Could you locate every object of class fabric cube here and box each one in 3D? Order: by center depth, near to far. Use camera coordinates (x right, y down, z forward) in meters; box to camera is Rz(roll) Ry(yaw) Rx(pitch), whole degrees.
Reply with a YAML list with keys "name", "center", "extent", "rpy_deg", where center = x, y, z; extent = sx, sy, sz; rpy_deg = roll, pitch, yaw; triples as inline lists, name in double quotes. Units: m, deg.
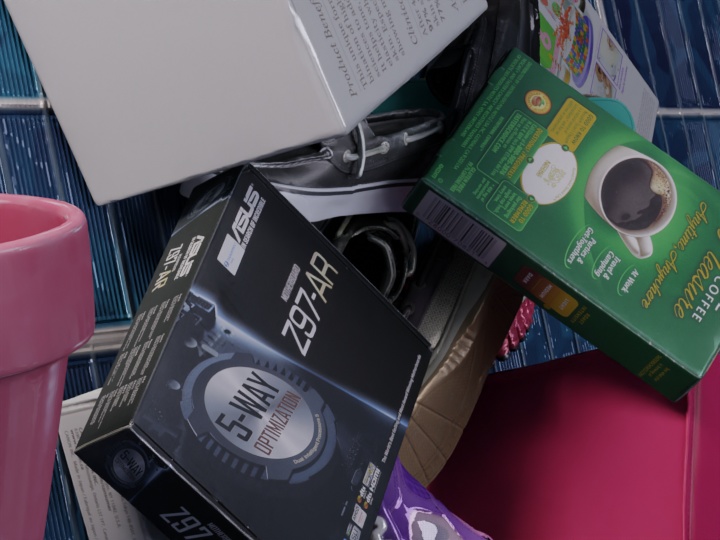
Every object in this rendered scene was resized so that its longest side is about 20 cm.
- name: "fabric cube"
  center: [0.169, 0.178, 1.565]
  extent: [0.199, 0.200, 0.196]
  rpy_deg: [40, 48, -43]

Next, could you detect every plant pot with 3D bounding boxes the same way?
- name: "plant pot"
  center: [-0.206, 0.069, 1.050]
  extent: [0.200, 0.200, 0.179]
  rpy_deg: [-19, 110, -58]

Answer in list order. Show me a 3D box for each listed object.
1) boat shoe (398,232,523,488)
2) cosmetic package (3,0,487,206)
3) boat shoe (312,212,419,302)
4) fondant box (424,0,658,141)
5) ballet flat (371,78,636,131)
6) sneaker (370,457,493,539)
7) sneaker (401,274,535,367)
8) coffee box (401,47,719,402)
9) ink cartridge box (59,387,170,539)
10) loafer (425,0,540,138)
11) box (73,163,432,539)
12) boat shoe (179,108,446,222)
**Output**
- name: "boat shoe"
  center: [0.036, 0.055, 1.514]
  extent: [0.200, 0.065, 0.072]
  rpy_deg: [-62, 149, -14]
- name: "cosmetic package"
  center: [-0.064, -0.161, 1.363]
  extent: [0.200, 0.166, 0.167]
  rpy_deg: [-44, 115, -55]
- name: "boat shoe"
  center: [0.000, 0.000, 1.497]
  extent: [0.071, 0.064, 0.200]
  rpy_deg: [64, 34, -18]
- name: "fondant box"
  center: [0.129, -0.123, 1.755]
  extent: [0.200, 0.058, 0.144]
  rpy_deg: [50, 40, -36]
- name: "ballet flat"
  center: [0.081, -0.081, 1.637]
  extent: [0.200, 0.067, 0.068]
  rpy_deg: [5, 67, -20]
- name: "sneaker"
  center: [0.059, 0.173, 1.426]
  extent: [0.200, 0.088, 0.080]
  rpy_deg: [62, -4, 3]
- name: "sneaker"
  center: [0.092, -0.012, 1.632]
  extent: [0.075, 0.081, 0.200]
  rpy_deg: [61, 36, -19]
- name: "coffee box"
  center: [0.136, -0.027, 1.475]
  extent: [0.200, 0.044, 0.123]
  rpy_deg: [34, 57, 0]
- name: "ink cartridge box"
  center: [-0.073, 0.146, 1.349]
  extent: [0.174, 0.044, 0.200]
  rpy_deg: [-20, 95, -57]
- name: "loafer"
  center: [0.076, -0.127, 1.576]
  extent: [0.068, 0.070, 0.201]
  rpy_deg: [78, 15, -55]
- name: "box"
  center: [-0.050, 0.066, 1.315]
  extent: [0.160, 0.044, 0.200]
  rpy_deg: [46, 41, -23]
- name: "boat shoe"
  center: [-0.021, -0.068, 1.446]
  extent: [0.199, 0.074, 0.068]
  rpy_deg: [-3, 108, -43]
